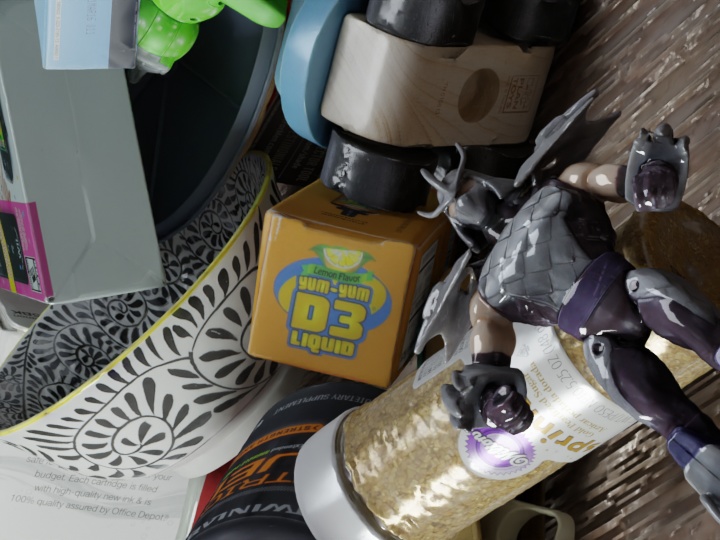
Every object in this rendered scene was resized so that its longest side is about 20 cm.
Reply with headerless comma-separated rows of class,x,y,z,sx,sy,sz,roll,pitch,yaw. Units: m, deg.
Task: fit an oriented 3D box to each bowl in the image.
bowl,-0.090,0.042,1.501,0.201,0.094,0.201,-38,17,14

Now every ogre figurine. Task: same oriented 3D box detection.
ogre figurine,-0.069,-0.172,1.418,0.200,0.098,0.120,-31,32,24

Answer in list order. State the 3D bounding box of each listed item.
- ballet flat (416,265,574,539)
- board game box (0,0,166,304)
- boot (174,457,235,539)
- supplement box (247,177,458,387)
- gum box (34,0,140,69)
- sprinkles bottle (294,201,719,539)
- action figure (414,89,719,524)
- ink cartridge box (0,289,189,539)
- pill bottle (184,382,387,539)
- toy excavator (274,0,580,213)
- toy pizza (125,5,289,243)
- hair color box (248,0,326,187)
ballet flat,0.064,0.091,1.244,0.063,0.069,0.200,-12,71,38
board game box,-0.159,-0.064,1.481,0.200,0.064,0.148,-169,68,-74
boot,-0.051,0.173,1.474,0.144,0.072,0.200,178,103,-67
supplement box,0.000,0.000,1.302,0.200,0.067,0.069,-32,-45,-81
gum box,-0.124,-0.214,1.302,0.200,0.045,0.170,-103,16,-47
sprinkles bottle,0.061,0.048,1.153,0.200,0.068,0.068,-37,45,35
action figure,0.095,0.018,1.040,0.200,0.069,0.130,39,111,24
ink cartridge box,-0.156,0.118,1.653,0.083,0.147,0.200,-130,52,-65
pill bottle,-0.024,0.133,1.260,0.200,0.106,0.106,-60,-10,-64
toy excavator,0.011,-0.113,1.358,0.200,0.194,0.100,31,114,37
toy pizza,-0.085,-0.107,1.526,0.200,0.032,0.200,-32,51,49
hair color box,-0.043,-0.158,1.586,0.111,0.064,0.200,123,146,-46
